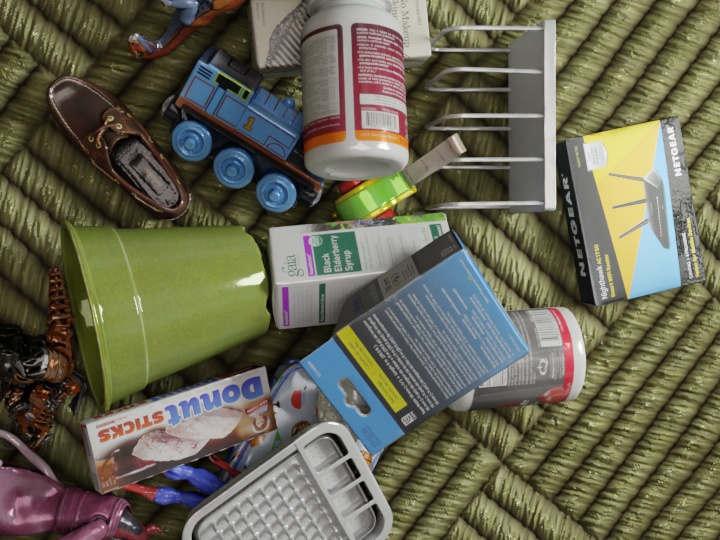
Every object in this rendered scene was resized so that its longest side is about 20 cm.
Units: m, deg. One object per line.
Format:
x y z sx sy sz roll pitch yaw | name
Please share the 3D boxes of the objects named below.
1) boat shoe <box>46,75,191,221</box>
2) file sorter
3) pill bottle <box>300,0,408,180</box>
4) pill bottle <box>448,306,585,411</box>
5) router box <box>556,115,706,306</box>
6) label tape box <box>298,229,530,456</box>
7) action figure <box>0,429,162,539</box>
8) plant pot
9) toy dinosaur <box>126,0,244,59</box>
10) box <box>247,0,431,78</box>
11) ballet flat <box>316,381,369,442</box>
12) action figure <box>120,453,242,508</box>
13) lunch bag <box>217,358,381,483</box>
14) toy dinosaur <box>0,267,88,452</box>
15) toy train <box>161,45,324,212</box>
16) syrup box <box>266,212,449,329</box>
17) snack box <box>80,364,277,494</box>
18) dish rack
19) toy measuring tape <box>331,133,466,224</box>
-0.260 -0.136 1.052 0.200 0.070 0.071 43 85 -8 | boat shoe
0.141 -0.167 1.092 0.123 0.139 0.203 0 92 -8 | file sorter
-0.008 -0.202 0.999 0.108 0.110 0.203 0 81 -10 | pill bottle
0.147 0.103 1.114 0.197 0.111 0.112 -3 92 -10 | pill bottle
0.325 -0.071 1.171 0.147 0.051 0.203 -13 94 -8 | router box
0.052 0.075 1.000 0.199 0.063 0.145 -33 114 6 | label tape box
-0.303 0.247 1.022 0.197 0.134 0.151 10 101 2 | action figure
-0.200 0.029 1.022 0.188 0.200 0.203 -12 94 -21 | plant pot
-0.171 -0.282 1.024 0.199 0.105 0.182 33 127 7 | toy dinosaur
-0.025 -0.266 1.091 0.197 0.068 0.083 -8 92 -10 | box
0.004 0.094 1.064 0.071 0.072 0.201 26 53 -10 | ballet flat
-0.156 0.238 1.031 0.198 0.052 0.066 24 94 -9 | action figure
-0.066 0.203 1.098 0.159 0.076 0.201 30 87 -7 | lunch bag
-0.354 0.095 1.035 0.134 0.102 0.203 14 84 -21 | toy dinosaur
-0.116 -0.149 1.055 0.199 0.087 0.115 31 116 -10 | toy train
0.000 0.000 1.050 0.197 0.082 0.079 -5 50 -8 | syrup box
-0.182 0.159 0.994 0.198 0.024 0.073 -16 100 -31 | snack box
-0.077 0.259 1.006 0.199 0.043 0.173 -34 118 -15 | dish rack
0.029 -0.088 1.052 0.073 0.199 0.074 17 61 -33 | toy measuring tape
